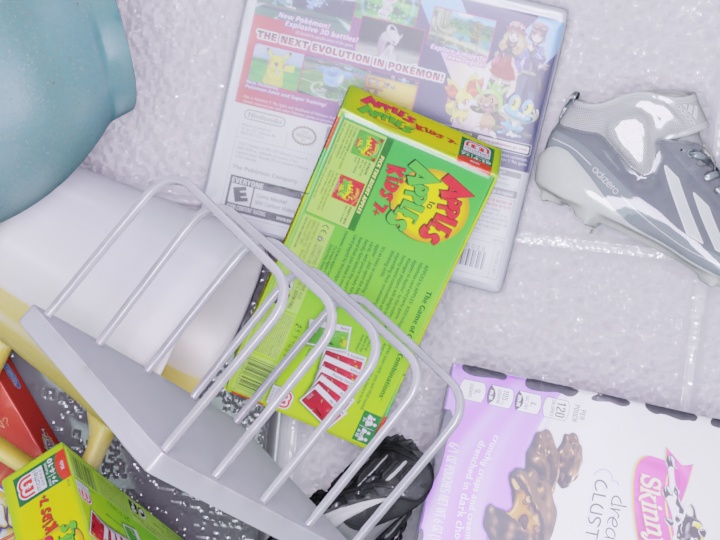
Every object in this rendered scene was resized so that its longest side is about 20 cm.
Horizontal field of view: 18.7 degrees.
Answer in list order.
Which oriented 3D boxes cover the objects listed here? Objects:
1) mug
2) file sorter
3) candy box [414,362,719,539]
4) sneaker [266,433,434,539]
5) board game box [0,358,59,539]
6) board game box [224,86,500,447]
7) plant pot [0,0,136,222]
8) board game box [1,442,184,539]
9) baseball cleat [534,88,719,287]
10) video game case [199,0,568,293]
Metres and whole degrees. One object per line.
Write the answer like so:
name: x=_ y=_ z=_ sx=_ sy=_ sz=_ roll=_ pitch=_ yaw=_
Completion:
mug: x=-0.170 y=0.023 z=1.344 sx=0.153 sy=0.150 sz=0.187 roll=29 pitch=65 yaw=8
file sorter: x=-0.058 y=0.054 z=1.209 sx=0.125 sy=0.200 sz=0.139 roll=-51 pitch=51 yaw=4
candy box: x=0.135 y=0.161 z=1.349 sx=0.199 sy=0.072 sz=0.169 roll=12 pitch=79 yaw=2
sneaker: x=0.002 y=0.164 z=1.347 sx=0.079 sy=0.200 sz=0.074 roll=46 pitch=56 yaw=3
board game box: x=-0.252 y=0.172 z=1.432 sx=0.153 sy=0.040 sz=0.201 roll=-30 pitch=95 yaw=9
board game box: x=0.000 y=0.000 z=1.344 sx=0.101 sy=0.048 sz=0.201 roll=23 pitch=113 yaw=-3
plant pot: x=-0.210 y=-0.129 z=1.269 sx=0.134 sy=0.200 sz=0.201 roll=-20 pitch=97 yaw=-14
board game box: x=-0.134 y=0.198 z=1.340 sx=0.047 sy=0.102 sz=0.200 roll=-32 pitch=137 yaw=10
baseball cleat: x=0.209 y=-0.048 z=1.337 sx=0.199 sy=0.070 sz=0.107 roll=24 pitch=101 yaw=1
video game case: x=0.013 y=-0.097 z=1.372 sx=0.199 sy=0.023 sz=0.183 roll=14 pitch=100 yaw=4
